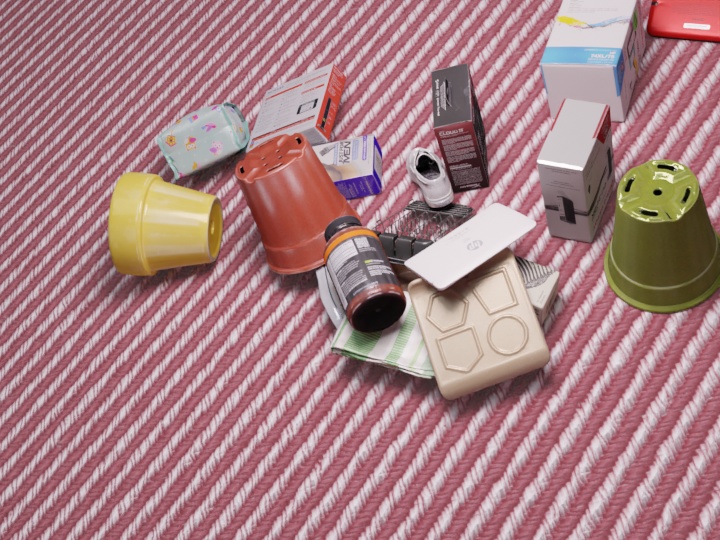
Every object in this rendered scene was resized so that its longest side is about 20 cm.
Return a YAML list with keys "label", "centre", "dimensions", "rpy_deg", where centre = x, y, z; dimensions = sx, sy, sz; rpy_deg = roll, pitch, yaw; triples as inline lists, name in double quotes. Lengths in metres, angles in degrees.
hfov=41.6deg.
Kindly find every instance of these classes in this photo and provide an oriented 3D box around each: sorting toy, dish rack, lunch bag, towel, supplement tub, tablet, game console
- label: "sorting toy"
  centre: [0.189, 0.085, 1.523]
  dimensions: [0.183, 0.036, 0.203]
  rpy_deg: [-21, 74, 9]
- label: "dish rack"
  centre: [0.112, -0.074, 1.716]
  dimensions: [0.152, 0.055, 0.199]
  rpy_deg: [12, 31, 33]
- label: "lunch bag"
  centre: [-0.329, -0.284, 2.028]
  dimensions: [0.168, 0.123, 0.200]
  rpy_deg: [-24, 13, 6]
- label: "towel"
  centre: [0.062, 0.097, 1.599]
  dimensions: [0.197, 0.024, 0.154]
  rpy_deg: [12, 58, 23]
- label: "supplement tub"
  centre: [0.000, 0.000, 1.608]
  dimensions: [0.106, 0.107, 0.201]
  rpy_deg: [-25, 51, 3]
- label: "tablet"
  centre: [0.179, -0.043, 1.554]
  dimensions: [0.199, 0.014, 0.130]
  rpy_deg: [-34, 30, -12]
- label: "game console"
  centre: [0.684, -0.523, 1.859]
  dimensions: [0.198, 0.118, 0.175]
  rpy_deg: [13, 92, 30]

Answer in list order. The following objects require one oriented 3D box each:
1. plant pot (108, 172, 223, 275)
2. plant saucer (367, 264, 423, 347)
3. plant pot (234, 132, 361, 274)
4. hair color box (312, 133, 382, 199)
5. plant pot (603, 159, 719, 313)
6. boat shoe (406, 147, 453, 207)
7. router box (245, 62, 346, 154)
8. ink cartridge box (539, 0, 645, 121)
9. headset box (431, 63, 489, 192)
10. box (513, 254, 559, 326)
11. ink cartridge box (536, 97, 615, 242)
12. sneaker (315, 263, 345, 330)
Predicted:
- label: "plant pot"
  centre: [-0.376, -0.088, 1.873]
  dimensions: [0.186, 0.202, 0.203]
  rpy_deg: [3, 55, 5]
- label: "plant saucer"
  centre: [0.085, 0.055, 1.661]
  dimensions: [0.197, 0.037, 0.203]
  rpy_deg: [-8, 54, 11]
- label: "plant pot"
  centre: [-0.126, -0.133, 1.754]
  dimensions: [0.198, 0.197, 0.202]
  rpy_deg: [-19, 33, 12]
- label: "hair color box"
  centre: [-0.058, -0.196, 1.894]
  dimensions: [0.197, 0.065, 0.111]
  rpy_deg: [-11, 52, 17]
- label: "plant pot"
  centre: [0.476, -0.068, 1.499]
  dimensions: [0.197, 0.191, 0.202]
  rpy_deg: [-11, 53, 14]
- label: "boat shoe"
  centre: [0.124, -0.193, 1.789]
  dimensions: [0.071, 0.069, 0.201]
  rpy_deg: [-15, 34, 5]
- label: "router box"
  centre: [-0.135, -0.327, 1.991]
  dimensions: [0.198, 0.049, 0.181]
  rpy_deg: [-13, 49, 37]
- label: "ink cartridge box"
  centre: [0.442, -0.408, 1.789]
  dimensions: [0.144, 0.147, 0.202]
  rpy_deg: [8, 59, 27]
- label: "headset box"
  centre: [0.184, -0.269, 1.758]
  dimensions: [0.076, 0.201, 0.151]
  rpy_deg: [-10, 53, 14]
- label: "box"
  centre: [0.229, 0.015, 1.593]
  dimensions: [0.198, 0.069, 0.083]
  rpy_deg: [21, 62, 19]
- label: "ink cartridge box"
  centre: [0.370, -0.167, 1.610]
  dimensions: [0.083, 0.201, 0.145]
  rpy_deg: [15, 62, 26]
- label: "sneaker"
  centre: [-0.034, 0.033, 1.709]
  dimensions: [0.070, 0.073, 0.202]
  rpy_deg: [-26, 49, 9]
